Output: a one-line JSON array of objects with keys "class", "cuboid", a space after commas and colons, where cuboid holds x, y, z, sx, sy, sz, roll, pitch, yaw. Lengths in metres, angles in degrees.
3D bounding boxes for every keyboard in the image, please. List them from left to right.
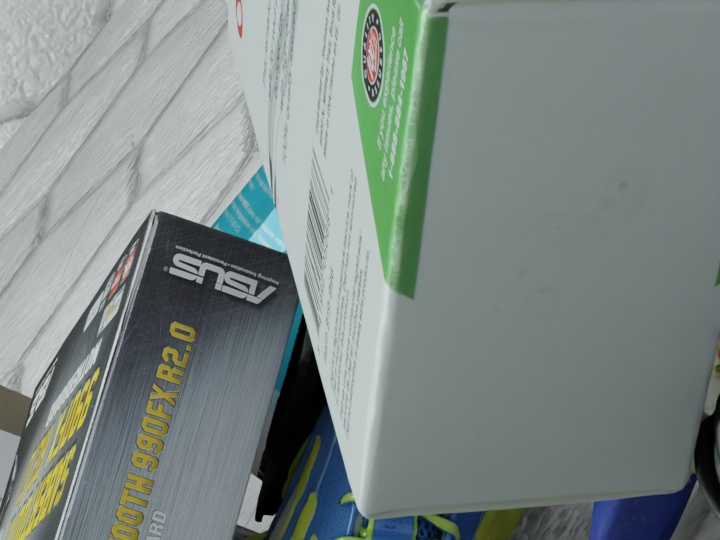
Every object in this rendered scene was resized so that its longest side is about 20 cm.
[{"class": "keyboard", "cuboid": [0.000, 0.000, 0.867, 0.127, 0.021, 0.200, -61, -3, -20]}]

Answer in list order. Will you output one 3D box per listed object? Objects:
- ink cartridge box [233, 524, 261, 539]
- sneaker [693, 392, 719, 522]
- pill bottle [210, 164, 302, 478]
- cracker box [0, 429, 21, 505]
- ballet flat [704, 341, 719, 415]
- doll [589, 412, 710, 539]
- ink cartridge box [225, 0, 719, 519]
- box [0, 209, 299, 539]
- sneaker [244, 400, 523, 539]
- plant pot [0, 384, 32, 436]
[{"class": "ink cartridge box", "cuboid": [-0.082, 0.159, 0.967, 0.200, 0.050, 0.163, 174, 113, -74]}, {"class": "sneaker", "cuboid": [0.123, 0.036, 0.667, 0.077, 0.084, 0.200, -44, 15, 17]}, {"class": "pill bottle", "cuboid": [0.009, -0.014, 1.116, 0.200, 0.111, 0.111, -50, 14, 7]}, {"class": "cracker box", "cuboid": [-0.161, 0.150, 0.993, 0.058, 0.134, 0.200, 115, 174, -60]}, {"class": "ballet flat", "cuboid": [0.142, -0.032, 0.831, 0.076, 0.064, 0.200, -30, 24, 54]}, {"class": "doll", "cuboid": [0.040, 0.126, 0.735, 0.200, 0.048, 0.136, -65, -9, 4]}, {"class": "ink cartridge box", "cuboid": [0.025, -0.062, 0.682, 0.200, 0.083, 0.147, -107, 18, -48]}, {"class": "box", "cuboid": [-0.081, 0.088, 0.835, 0.200, 0.048, 0.159, 133, 154, -68]}, {"class": "sneaker", "cuboid": [0.001, 0.066, 0.785, 0.200, 0.076, 0.105, -63, -16, -53]}, {"class": "plant pot", "cuboid": [-0.192, 0.168, 1.126, 0.200, 0.199, 0.177, -49, 23, 42]}]
